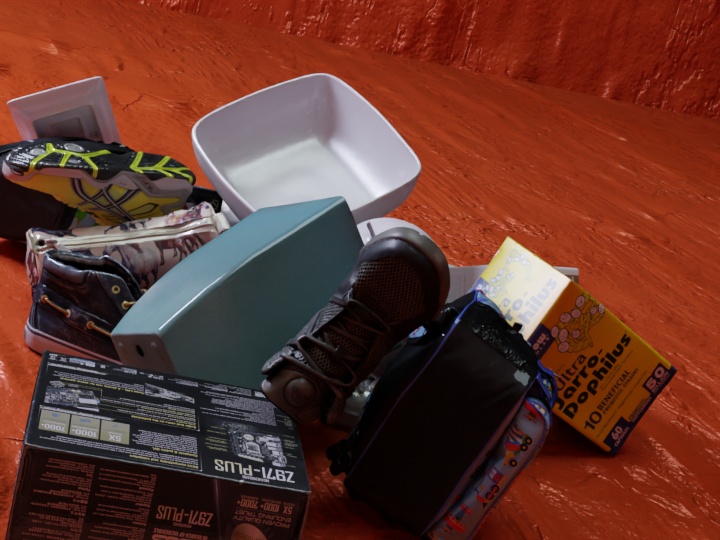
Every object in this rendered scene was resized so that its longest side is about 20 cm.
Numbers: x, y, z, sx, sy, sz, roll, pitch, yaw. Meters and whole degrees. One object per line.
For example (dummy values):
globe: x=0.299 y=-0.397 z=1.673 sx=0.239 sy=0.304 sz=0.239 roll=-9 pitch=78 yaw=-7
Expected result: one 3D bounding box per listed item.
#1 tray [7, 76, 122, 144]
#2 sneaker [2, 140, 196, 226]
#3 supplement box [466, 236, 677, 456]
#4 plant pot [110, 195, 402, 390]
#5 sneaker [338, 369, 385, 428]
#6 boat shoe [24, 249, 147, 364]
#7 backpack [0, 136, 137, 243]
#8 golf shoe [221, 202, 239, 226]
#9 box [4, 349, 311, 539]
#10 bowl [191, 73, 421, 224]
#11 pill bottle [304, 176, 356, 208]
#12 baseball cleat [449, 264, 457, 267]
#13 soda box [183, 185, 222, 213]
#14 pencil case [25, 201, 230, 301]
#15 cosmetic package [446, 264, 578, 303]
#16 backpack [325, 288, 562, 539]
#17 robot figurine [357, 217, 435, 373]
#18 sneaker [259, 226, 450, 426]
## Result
tray: x=-0.329 y=-0.154 z=1.550 sx=0.106 sy=0.022 sz=0.200 roll=-18 pitch=-17 yaw=-8
sneaker: x=-0.258 y=-0.077 z=1.348 sx=0.198 sy=0.077 sz=0.075 roll=8 pitch=23 yaw=-33
supplement box: x=0.196 y=0.076 z=1.327 sx=0.199 sy=0.109 sz=0.109 roll=36 pitch=2 yaw=-38
plant pot: x=-0.097 y=0.048 z=1.158 sx=0.199 sy=0.143 sz=0.141 roll=-32 pitch=16 yaw=-34
sneaker: x=0.044 y=0.107 z=1.273 sx=0.197 sy=0.086 sz=0.073 roll=10 pitch=20 yaw=-11
boat shoe: x=-0.203 y=0.048 z=1.229 sx=0.198 sy=0.092 sz=0.071 roll=16 pitch=17 yaw=2
backpack: x=-0.316 y=-0.084 z=1.487 sx=0.161 sy=0.156 sz=0.200 roll=7 pitch=25 yaw=27
golf shoe: x=-0.101 y=-0.075 z=1.545 sx=0.075 sy=0.200 sz=0.092 roll=43 pitch=0 yaw=-32
box: x=-0.146 y=0.144 z=0.989 sx=0.197 sy=0.087 sz=0.164 roll=12 pitch=17 yaw=-13
bowl: x=-0.060 y=-0.103 z=1.427 sx=0.198 sy=0.075 sz=0.200 roll=-25 pitch=57 yaw=-27
pill bottle: x=0.000 y=0.000 z=1.469 sx=0.112 sy=0.114 sz=0.200 roll=-4 pitch=43 yaw=-46
baseball cleat: x=0.168 y=0.035 z=1.621 sx=0.106 sy=0.071 sz=0.199 roll=-4 pitch=27 yaw=-46
soda box: x=-0.201 y=-0.062 z=1.525 sx=0.063 sy=0.072 sz=0.200 roll=12 pitch=1 yaw=-13
pencil case: x=-0.226 y=-0.016 z=1.333 sx=0.197 sy=0.079 sz=0.090 roll=-10 pitch=-18 yaw=-12
cosmetic package: x=0.134 y=0.033 z=1.467 sx=0.101 sy=0.075 sz=0.199 roll=3 pitch=-2 yaw=-32
backpack: x=0.077 y=0.112 z=1.132 sx=0.134 sy=0.183 sz=0.200 roll=35 pitch=13 yaw=2
robot figurine: x=0.019 y=0.026 z=1.286 sx=0.168 sy=0.201 sz=0.114 roll=29 pitch=62 yaw=7
sneaker: x=-0.006 y=0.051 z=1.004 sx=0.076 sy=0.199 sz=0.115 roll=40 pitch=51 yaw=-5
